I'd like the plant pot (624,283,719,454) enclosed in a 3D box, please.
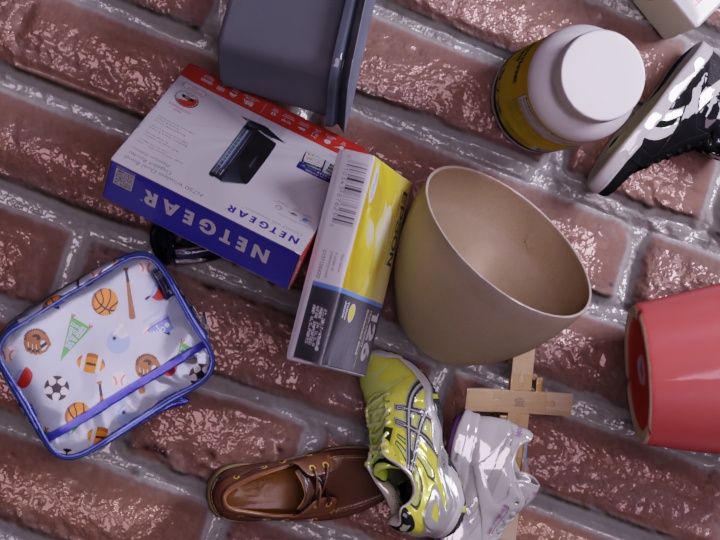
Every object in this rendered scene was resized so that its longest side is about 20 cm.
[{"bbox_3d":[0.365,0.099,1.670,0.175,0.200,0.203,-3,90,-1],"label":"plant pot"}]

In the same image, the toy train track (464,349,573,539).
[{"bbox_3d":[0.155,0.175,1.701,0.113,0.033,0.203,4,96,-11],"label":"toy train track"}]

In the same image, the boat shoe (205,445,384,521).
[{"bbox_3d":[-0.052,0.217,1.637,0.197,0.068,0.073,-6,90,-12],"label":"boat shoe"}]

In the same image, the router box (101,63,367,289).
[{"bbox_3d":[-0.115,-0.092,1.564,0.198,0.049,0.180,26,42,3],"label":"router box"}]

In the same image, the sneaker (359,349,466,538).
[{"bbox_3d":[0.039,0.165,1.618,0.076,0.075,0.202,4,53,-43],"label":"sneaker"}]

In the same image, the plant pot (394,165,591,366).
[{"bbox_3d":[0.109,0.015,1.629,0.199,0.201,0.135,34,120,-9],"label":"plant pot"}]

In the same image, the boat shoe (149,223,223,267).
[{"bbox_3d":[-0.106,-0.049,1.618,0.198,0.093,0.076,-20,93,-11],"label":"boat shoe"}]

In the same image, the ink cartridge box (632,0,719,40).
[{"bbox_3d":[0.318,-0.364,1.712,0.145,0.087,0.200,-43,99,-10],"label":"ink cartridge box"}]

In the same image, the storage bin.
[{"bbox_3d":[-0.058,-0.249,1.610,0.133,0.146,0.202,12,66,2],"label":"storage bin"}]

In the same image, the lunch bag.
[{"bbox_3d":[-0.241,0.082,1.600,0.199,0.076,0.161,-30,97,-9],"label":"lunch bag"}]

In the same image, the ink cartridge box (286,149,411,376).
[{"bbox_3d":[0.000,0.000,1.586,0.046,0.200,0.200,12,87,20],"label":"ink cartridge box"}]

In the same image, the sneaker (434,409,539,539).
[{"bbox_3d":[0.125,0.244,1.649,0.098,0.075,0.203,8,101,5],"label":"sneaker"}]

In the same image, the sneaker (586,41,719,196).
[{"bbox_3d":[0.334,-0.131,1.718,0.112,0.073,0.200,42,80,-7],"label":"sneaker"}]

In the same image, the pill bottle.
[{"bbox_3d":[0.206,-0.180,1.628,0.111,0.200,0.114,0,89,-12],"label":"pill bottle"}]
